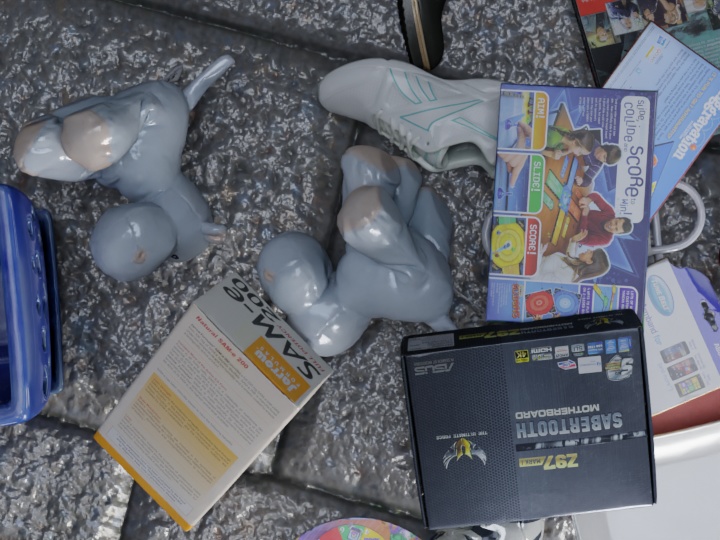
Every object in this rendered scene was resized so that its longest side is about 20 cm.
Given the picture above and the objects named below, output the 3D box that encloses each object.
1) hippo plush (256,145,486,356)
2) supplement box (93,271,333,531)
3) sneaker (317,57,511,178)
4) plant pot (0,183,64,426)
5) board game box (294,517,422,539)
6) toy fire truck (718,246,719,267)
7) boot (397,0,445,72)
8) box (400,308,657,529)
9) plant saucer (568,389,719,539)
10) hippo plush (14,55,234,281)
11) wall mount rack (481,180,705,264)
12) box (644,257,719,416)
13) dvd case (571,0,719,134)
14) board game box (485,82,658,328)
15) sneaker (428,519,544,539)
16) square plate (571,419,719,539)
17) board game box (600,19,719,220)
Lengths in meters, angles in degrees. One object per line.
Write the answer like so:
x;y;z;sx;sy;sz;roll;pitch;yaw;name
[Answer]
0.000;0.000;1.077;0.160;0.160;0.201;-28;110;24;hippo plush
-0.132;0.118;1.054;0.126;0.073;0.200;44;123;3;supplement box
0.052;-0.137;1.080;0.197;0.071;0.081;11;71;11;sneaker
-0.367;0.035;1.060;0.197;0.180;0.203;-5;88;3;plant pot
-0.005;0.333;1.101;0.155;0.039;0.203;-2;88;3;board game box
0.417;-0.032;1.030;0.167;0.113;0.200;34;132;-7;toy fire truck
0.099;-0.286;1.095;0.136;0.077;0.203;-4;90;-2;boot
0.139;0.124;0.990;0.197;0.051;0.160;-6;106;6;box
0.282;0.171;1.091;0.199;0.037;0.201;39;90;4;plant saucer
-0.209;-0.079;1.086;0.158;0.199;0.163;-3;111;42;hippo plush
0.204;-0.070;1.086;0.197;0.075;0.177;-6;92;3;wall mount rack
0.222;0.074;1.047;0.198;0.041;0.120;-24;86;10;box
0.274;-0.211;1.081;0.144;0.022;0.203;-14;71;3;dvd case
0.178;-0.053;1.013;0.133;0.034;0.203;4;89;8;board game box
0.091;0.233;1.061;0.128;0.079;0.202;-8;98;-25;sneaker
0.290;0.239;1.057;0.197;0.028;0.201;-12;88;3;square plate
0.232;-0.104;1.036;0.103;0.019;0.201;37;93;8;board game box
